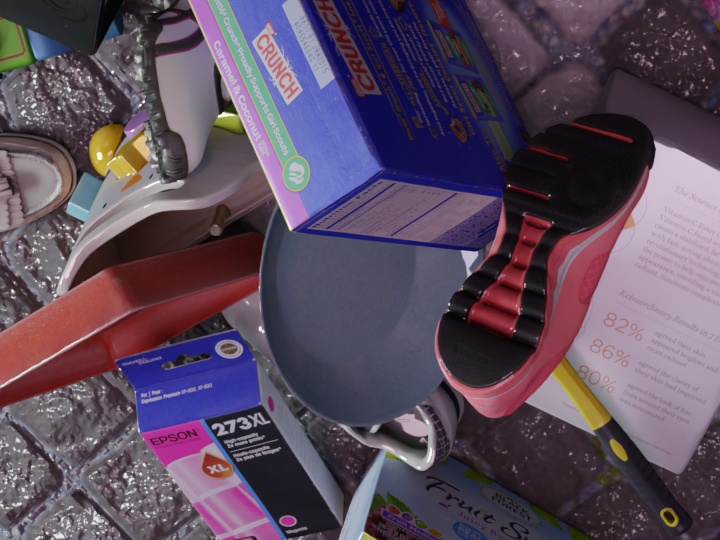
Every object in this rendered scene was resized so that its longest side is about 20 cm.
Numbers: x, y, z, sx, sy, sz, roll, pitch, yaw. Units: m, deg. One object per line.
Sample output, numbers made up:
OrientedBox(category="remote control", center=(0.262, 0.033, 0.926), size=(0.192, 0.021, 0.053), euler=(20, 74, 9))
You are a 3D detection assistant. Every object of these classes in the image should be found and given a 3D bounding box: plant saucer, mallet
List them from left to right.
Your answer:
OrientedBox(category="plant saucer", center=(-0.160, 0.032, 1.109), size=(0.199, 0.199, 0.037), euler=(-29, 84, 31))
OrientedBox(category="plant saucer", center=(0.000, 0.000, 1.123), size=(0.039, 0.200, 0.203), euler=(9, 119, 47))
OrientedBox(category="mallet", center=(0.155, 0.084, 1.073), size=(0.066, 0.041, 0.200), euler=(-40, 104, 20))

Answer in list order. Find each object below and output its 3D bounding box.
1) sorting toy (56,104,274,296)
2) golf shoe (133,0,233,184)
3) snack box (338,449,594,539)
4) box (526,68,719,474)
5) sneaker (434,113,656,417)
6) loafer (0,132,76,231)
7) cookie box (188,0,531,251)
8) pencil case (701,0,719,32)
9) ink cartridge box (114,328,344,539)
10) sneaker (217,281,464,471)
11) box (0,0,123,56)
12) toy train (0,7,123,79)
OrientedBox(category="sorting toy", center=(-0.125, -0.047, 1.106), size=(0.199, 0.180, 0.107), euler=(-30, 104, 19))
OrientedBox(category="golf shoe", center=(-0.093, -0.135, 1.060), size=(0.087, 0.201, 0.078), euler=(0, 136, 1))
OrientedBox(category="snack box", center=(0.083, 0.211, 1.177), size=(0.199, 0.169, 0.068), euler=(32, 110, -2))
OrientedBox(category="box", center=(0.186, 0.000, 1.107), size=(0.151, 0.106, 0.201), euler=(25, 114, 1))
OrientedBox(category="sneaker", center=(0.108, -0.003, 1.000), size=(0.073, 0.201, 0.087), euler=(25, 161, 25))
OrientedBox(category="loafer", center=(-0.299, -0.050, 1.201), size=(0.198, 0.063, 0.073), euler=(-5, 110, 13))
OrientedBox(category="cookie box", center=(0.010, -0.104, 1.013), size=(0.075, 0.199, 0.172), euler=(-34, 68, 28))
OrientedBox(category="pencil case", center=(0.288, -0.128, 1.054), size=(0.087, 0.088, 0.200), euler=(-35, 102, 21))
OrientedBox(category="ink cartridge box", center=(-0.090, 0.124, 1.204), size=(0.094, 0.037, 0.201), euler=(-14, 132, 15))
OrientedBox(category="sneaker", center=(-0.016, 0.063, 1.185), size=(0.199, 0.081, 0.077), euler=(33, 116, 0))
OrientedBox(category="box", center=(-0.218, -0.253, 1.027), size=(0.198, 0.149, 0.125), euler=(23, 150, -2))
OrientedBox(category="toy train", center=(-0.234, -0.230, 1.117), size=(0.115, 0.085, 0.202), euler=(-15, 101, -1))
